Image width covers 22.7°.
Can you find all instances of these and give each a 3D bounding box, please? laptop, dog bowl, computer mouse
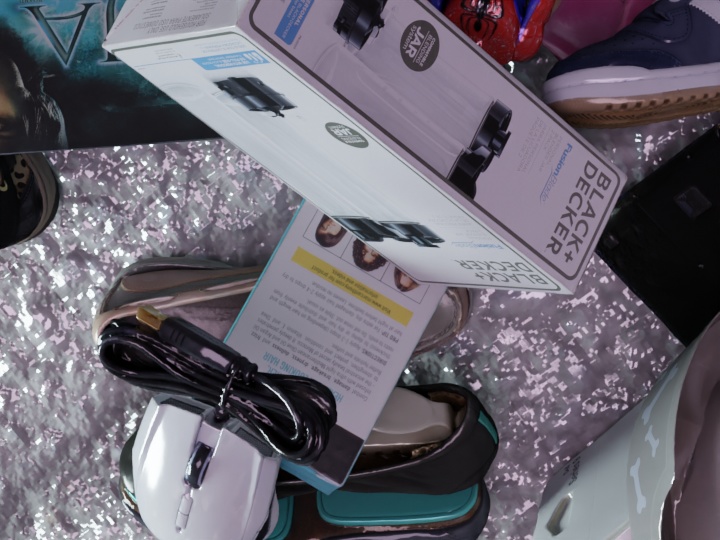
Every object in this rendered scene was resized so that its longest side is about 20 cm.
[{"bbox_3d":[0.245,-0.028,0.888,0.177,0.103,0.200,45,135,-5],"label":"laptop"},{"bbox_3d":[0.207,0.106,0.811,0.200,0.200,0.059,45,148,-6],"label":"dog bowl"},{"bbox_3d":[-0.070,0.092,0.816,0.109,0.044,0.201,24,149,8],"label":"computer mouse"}]

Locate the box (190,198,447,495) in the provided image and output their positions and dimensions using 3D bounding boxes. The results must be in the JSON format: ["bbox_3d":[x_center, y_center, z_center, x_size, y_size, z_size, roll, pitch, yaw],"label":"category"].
[{"bbox_3d":[0.000,0.000,0.867,0.082,0.049,0.201,29,76,0],"label":"box"}]

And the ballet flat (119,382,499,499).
[{"bbox_3d":[-0.029,0.079,0.913,0.198,0.069,0.069,-5,149,2],"label":"ballet flat"}]

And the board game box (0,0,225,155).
[{"bbox_3d":[-0.084,-0.119,0.793,0.198,0.028,0.136,-5,126,-10],"label":"board game box"}]

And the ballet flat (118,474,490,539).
[{"bbox_3d":[-0.029,0.131,0.961,0.198,0.073,0.074,1,108,5],"label":"ballet flat"}]

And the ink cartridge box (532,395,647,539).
[{"bbox_3d":[0.181,0.178,0.892,0.200,0.145,0.088,44,109,-5],"label":"ink cartridge box"}]

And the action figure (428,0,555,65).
[{"bbox_3d":[0.068,-0.170,0.787,0.065,0.099,0.202,15,83,7],"label":"action figure"}]

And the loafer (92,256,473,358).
[{"bbox_3d":[-0.042,0.028,0.931,0.198,0.063,0.073,-2,108,11],"label":"loafer"}]

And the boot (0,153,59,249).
[{"bbox_3d":[-0.245,-0.077,0.889,0.073,0.151,0.201,-35,98,19],"label":"boot"}]

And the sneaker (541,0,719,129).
[{"bbox_3d":[0.165,-0.129,0.794,0.198,0.070,0.110,-11,89,-13],"label":"sneaker"}]

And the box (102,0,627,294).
[{"bbox_3d":[0.004,-0.066,0.754,0.199,0.116,0.061,36,72,-32],"label":"box"}]

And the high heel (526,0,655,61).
[{"bbox_3d":[0.156,-0.174,0.845,0.096,0.067,0.201,26,96,-39],"label":"high heel"}]
